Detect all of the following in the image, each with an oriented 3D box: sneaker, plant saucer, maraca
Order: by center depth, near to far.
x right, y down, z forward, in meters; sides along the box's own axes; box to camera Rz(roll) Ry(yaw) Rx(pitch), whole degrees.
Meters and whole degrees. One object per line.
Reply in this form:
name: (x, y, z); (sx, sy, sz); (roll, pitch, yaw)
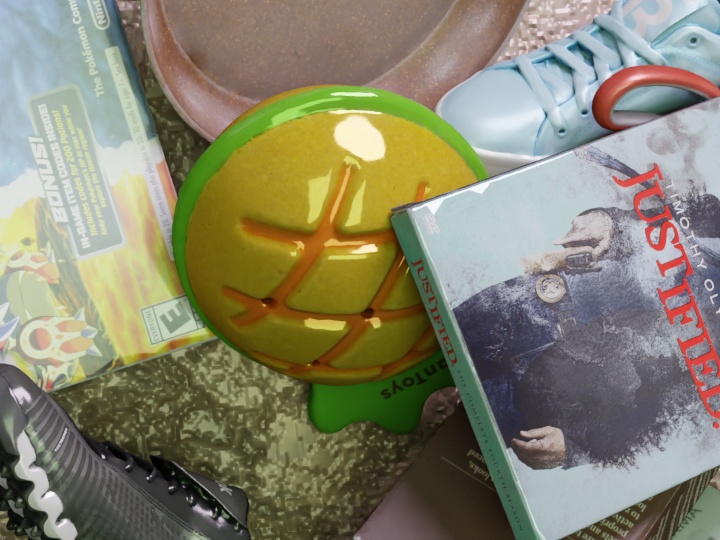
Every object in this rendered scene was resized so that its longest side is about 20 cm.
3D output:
plant saucer: (-0.009, -0.139, 0.926); (0.200, 0.034, 0.201); (-18, 129, -25)
maraca: (0.000, 0.000, 0.929); (0.137, 0.107, 0.200); (-26, 132, 9)
sneaker: (-0.097, 0.107, 0.935); (0.090, 0.066, 0.200); (-38, 117, -19)
sneaker: (0.121, -0.099, 0.964); (0.200, 0.074, 0.082); (-18, 139, -21)

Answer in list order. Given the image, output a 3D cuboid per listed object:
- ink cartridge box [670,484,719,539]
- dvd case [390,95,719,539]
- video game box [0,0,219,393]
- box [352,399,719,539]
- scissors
ink cartridge box: (0.114, 0.153, 0.945); (0.162, 0.050, 0.200); (-40, 82, -20)
dvd case: (0.123, 0.012, 0.893); (0.200, 0.022, 0.146); (-19, 87, -28)
video game box: (-0.176, -0.038, 0.927); (0.182, 0.047, 0.200); (-18, 97, -9)
box: (0.093, 0.083, 0.935); (0.100, 0.075, 0.200); (32, 63, 19)
scissors: (0.177, -0.050, 0.978); (0.200, 0.014, 0.073); (7, 122, -32)
